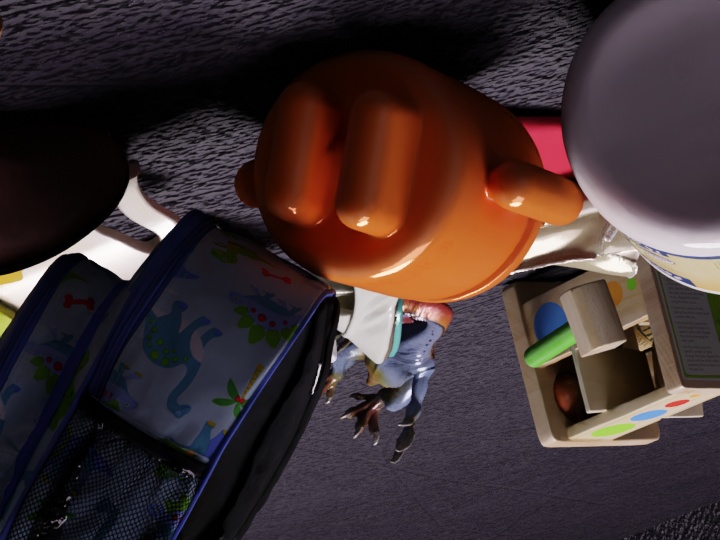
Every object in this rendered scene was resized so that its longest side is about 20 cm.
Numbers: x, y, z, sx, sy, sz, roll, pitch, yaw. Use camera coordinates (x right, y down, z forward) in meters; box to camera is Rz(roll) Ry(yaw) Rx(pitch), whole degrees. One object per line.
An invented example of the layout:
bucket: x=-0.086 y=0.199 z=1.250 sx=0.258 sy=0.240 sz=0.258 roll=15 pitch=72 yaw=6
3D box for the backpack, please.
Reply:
backpack: x=-0.106 y=0.068 z=1.195 sx=0.200 sy=0.147 sz=0.183 roll=-59 pitch=178 yaw=-1

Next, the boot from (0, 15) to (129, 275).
boot: x=-0.178 y=-0.067 z=1.081 sx=0.188 sy=0.069 sz=0.200 roll=-4 pitch=156 yaw=-17

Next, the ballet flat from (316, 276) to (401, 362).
ballet flat: x=0.000 y=0.000 z=1.503 sx=0.069 sy=0.069 sz=0.200 roll=-13 pitch=161 yaw=-11

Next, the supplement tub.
supplement tub: x=0.189 y=-0.065 z=1.289 sx=0.144 sy=0.145 sz=0.200 roll=-19 pitch=166 yaw=12

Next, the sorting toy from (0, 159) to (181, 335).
sorting toy: x=-0.176 y=0.010 z=1.290 sx=0.180 sy=0.107 sz=0.200 roll=-29 pitch=155 yaw=0

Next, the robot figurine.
robot figurine: x=0.021 y=-0.045 z=1.243 sx=0.144 sy=0.117 sz=0.200 roll=-33 pitch=161 yaw=18

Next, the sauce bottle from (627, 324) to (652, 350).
sauce bottle: x=0.252 y=0.018 z=1.890 sx=0.065 sy=0.065 sz=0.200 roll=-3 pitch=160 yaw=-44

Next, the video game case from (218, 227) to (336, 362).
video game case: x=-0.135 y=0.045 z=1.505 sx=0.200 sy=0.017 sz=0.143 roll=-21 pitch=139 yaw=22

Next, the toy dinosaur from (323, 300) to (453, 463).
toy dinosaur: x=0.019 y=0.047 z=1.791 sx=0.181 sy=0.105 sz=0.200 roll=-46 pitch=-173 yaw=42

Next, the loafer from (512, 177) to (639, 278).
loafer: x=0.141 y=-0.025 z=1.518 sx=0.200 sy=0.068 sz=0.076 roll=-21 pitch=-165 yaw=15

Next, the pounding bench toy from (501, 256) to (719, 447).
pounding bench toy: x=0.172 y=0.049 z=1.783 sx=0.200 sy=0.124 sz=0.156 roll=2 pitch=158 yaw=-44

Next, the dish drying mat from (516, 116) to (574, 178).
dish drying mat: x=0.079 y=-0.068 z=1.424 sx=0.077 sy=0.018 sz=0.200 roll=-28 pitch=162 yaw=39
